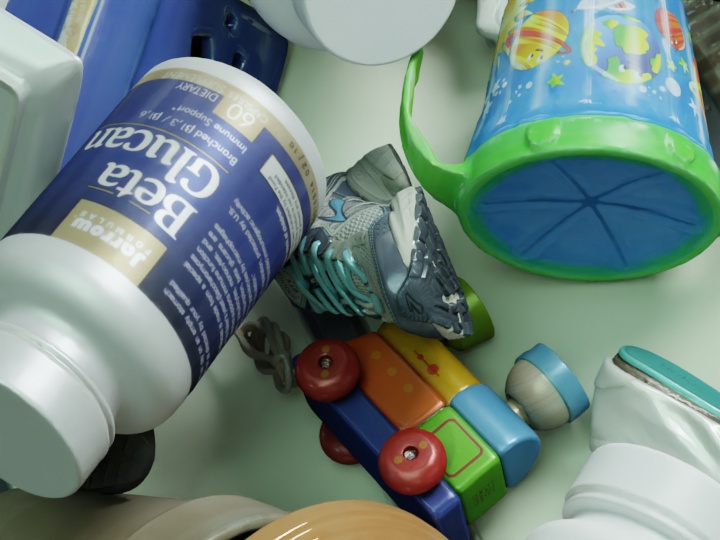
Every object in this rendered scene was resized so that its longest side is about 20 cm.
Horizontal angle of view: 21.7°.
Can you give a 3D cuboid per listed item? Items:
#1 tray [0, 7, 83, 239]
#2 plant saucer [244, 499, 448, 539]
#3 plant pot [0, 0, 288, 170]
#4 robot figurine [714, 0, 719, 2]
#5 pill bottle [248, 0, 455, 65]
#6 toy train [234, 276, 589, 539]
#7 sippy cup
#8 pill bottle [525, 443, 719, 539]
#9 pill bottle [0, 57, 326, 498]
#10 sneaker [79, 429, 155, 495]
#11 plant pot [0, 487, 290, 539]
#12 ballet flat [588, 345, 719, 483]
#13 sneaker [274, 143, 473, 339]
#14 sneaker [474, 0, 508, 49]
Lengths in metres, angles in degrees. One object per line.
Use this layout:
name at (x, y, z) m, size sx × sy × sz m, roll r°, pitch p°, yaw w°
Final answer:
tray at (-0.201, -0.045, 0.907) m, size 0.107 × 0.022 × 0.201 m, roll 32°, pitch 130°, yaw 11°
plant saucer at (-0.008, 0.209, 0.873) m, size 0.037 × 0.199 × 0.202 m, roll 12°, pitch 75°, yaw 53°
plant pot at (-0.179, -0.090, 1.025) m, size 0.198 × 0.180 × 0.202 m, roll 14°, pitch 78°, yaw 20°
robot figurine at (0.246, -0.223, 0.962) m, size 0.124 × 0.150 × 0.202 m, roll 17°, pitch 79°, yaw 44°
pill bottle at (-0.023, -0.186, 0.998) m, size 0.112 × 0.113 × 0.200 m, roll -40°, pitch 36°, yaw 3°
toy train at (0.018, 0.043, 0.983) m, size 0.115 × 0.085 × 0.200 m, roll -36°, pitch 57°, yaw -13°
sippy cup at (0.119, -0.083, 0.960) m, size 0.139 × 0.177 × 0.132 m, roll -27°, pitch 49°, yaw 45°
pill bottle at (0.104, 0.189, 0.861) m, size 0.113 × 0.114 × 0.201 m, roll 23°, pitch 64°, yaw 22°
pill bottle at (-0.108, 0.003, 0.865) m, size 0.110 × 0.112 × 0.201 m, roll 19°, pitch 52°, yaw 22°
sneaker at (-0.141, 0.062, 0.980) m, size 0.200 × 0.090 × 0.077 m, roll 37°, pitch 103°, yaw 56°
plant pot at (-0.125, 0.191, 0.930) m, size 0.172 × 0.200 × 0.202 m, roll 17°, pitch 79°, yaw 37°
ballet flat at (0.197, 0.105, 0.914) m, size 0.199 × 0.069 × 0.070 m, roll 28°, pitch 83°, yaw 27°
sneaker at (0.000, 0.000, 0.944) m, size 0.086 × 0.200 × 0.078 m, roll -23°, pitch 105°, yaw -1°
sneaker at (0.048, -0.208, 1.051) m, size 0.081 × 0.075 × 0.201 m, roll -43°, pitch 65°, yaw 11°
